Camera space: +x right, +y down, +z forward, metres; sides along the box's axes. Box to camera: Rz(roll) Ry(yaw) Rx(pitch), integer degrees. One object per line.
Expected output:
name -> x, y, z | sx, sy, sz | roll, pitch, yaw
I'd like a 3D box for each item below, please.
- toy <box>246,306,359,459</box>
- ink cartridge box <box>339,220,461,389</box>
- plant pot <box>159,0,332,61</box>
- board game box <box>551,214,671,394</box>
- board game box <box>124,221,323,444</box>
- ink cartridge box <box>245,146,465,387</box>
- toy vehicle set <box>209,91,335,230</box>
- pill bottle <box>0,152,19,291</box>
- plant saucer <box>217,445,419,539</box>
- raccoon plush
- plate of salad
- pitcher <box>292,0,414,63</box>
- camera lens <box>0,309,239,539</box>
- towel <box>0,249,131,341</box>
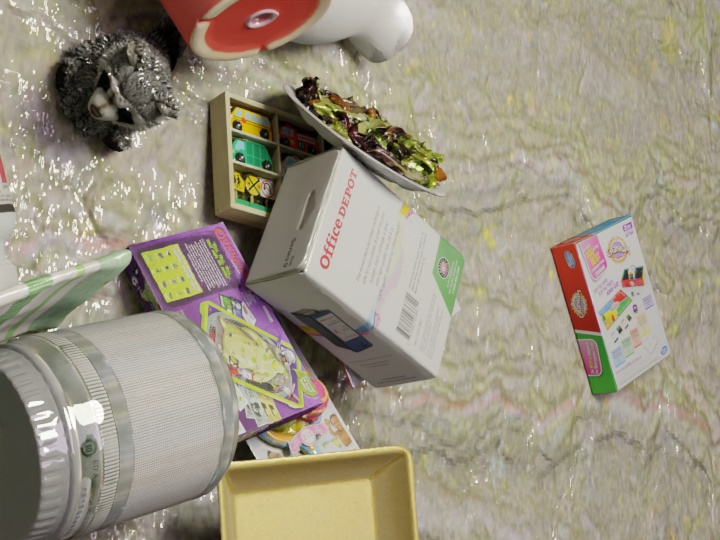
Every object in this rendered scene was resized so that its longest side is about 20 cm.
toy -> -0.061, 0.134, 1.198 | 0.115, 0.047, 0.202 | -27, 88, -46
ink cartridge box -> 0.019, 0.037, 1.332 | 0.199, 0.050, 0.110 | -32, 104, -43
plant pot -> -0.118, -0.302, 1.133 | 0.199, 0.200, 0.179 | -11, 74, -46
board game box -> 0.335, 0.043, 1.657 | 0.152, 0.040, 0.203 | -22, 97, -46
board game box -> -0.127, 0.055, 1.143 | 0.119, 0.032, 0.201 | -18, 72, -43
ink cartridge box -> 0.000, 0.000, 1.220 | 0.200, 0.087, 0.147 | 40, 52, -35
toy vehicle set -> -0.066, -0.095, 1.275 | 0.199, 0.026, 0.126 | 14, 62, -43
pill bottle -> -0.329, -0.068, 0.953 | 0.116, 0.116, 0.203 | -15, 92, -46
plant saucer -> -0.040, 0.267, 1.128 | 0.198, 0.048, 0.203 | -1, 83, -29
raccoon plush -> -0.186, -0.195, 1.111 | 0.097, 0.133, 0.202 | 43, 54, -29
plate of salad -> 0.010, -0.140, 1.266 | 0.199, 0.200, 0.048 | 24, 107, -40
pitcher -> -0.045, -0.314, 1.310 | 0.199, 0.121, 0.173 | 5, 57, -55
camera lens -> -0.208, 0.123, 1.001 | 0.199, 0.159, 0.162 | -11, 89, -46
towel -> -0.285, 0.045, 0.950 | 0.199, 0.152, 0.024 | -23, 84, -44
